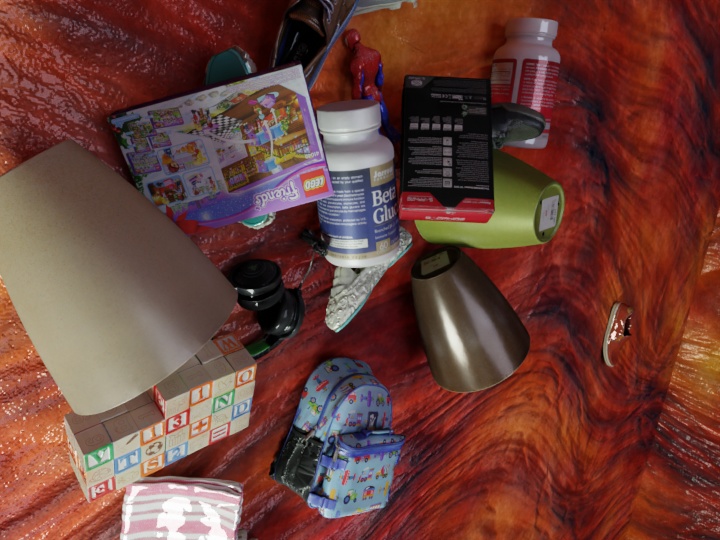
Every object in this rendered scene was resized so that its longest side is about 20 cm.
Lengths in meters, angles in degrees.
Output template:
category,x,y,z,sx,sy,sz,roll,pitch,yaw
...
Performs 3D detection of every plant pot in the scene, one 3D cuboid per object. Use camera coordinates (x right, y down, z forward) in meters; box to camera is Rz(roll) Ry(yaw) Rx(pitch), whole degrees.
category,x,y,z,sx,sy,sz,roll,pitch,yaw
plant pot,0.218,-0.113,0.917,0.185,0.198,0.190,-17,116,-40
plant pot,0.166,0.067,0.966,0.187,0.186,0.202,-42,116,-26
plant pot,-0.244,-0.008,0.523,0.187,0.186,0.202,-41,115,-27

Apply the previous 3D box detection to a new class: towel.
category,x,y,z,sx,sy,sz,roll,pitch,yaw
towel,-0.228,0.354,0.708,0.144,0.030,0.204,7,101,-13

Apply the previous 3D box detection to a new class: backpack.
category,x,y,z,sx,sy,sz,roll,pitch,yaw
backpack,-0.018,0.242,0.856,0.181,0.133,0.203,20,87,-47

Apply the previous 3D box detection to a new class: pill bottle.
category,x,y,z,sx,sy,sz,roll,pitch,yaw
pill bottle,0.277,-0.315,0.968,0.111,0.111,0.204,-10,111,-42
pill bottle,-0.007,-0.116,0.754,0.110,0.110,0.203,-26,121,-36

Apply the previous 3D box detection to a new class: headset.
category,x,y,z,sx,sy,sz,roll,pitch,yaw
headset,-0.122,0.028,0.736,0.200,0.094,0.124,-41,135,-7

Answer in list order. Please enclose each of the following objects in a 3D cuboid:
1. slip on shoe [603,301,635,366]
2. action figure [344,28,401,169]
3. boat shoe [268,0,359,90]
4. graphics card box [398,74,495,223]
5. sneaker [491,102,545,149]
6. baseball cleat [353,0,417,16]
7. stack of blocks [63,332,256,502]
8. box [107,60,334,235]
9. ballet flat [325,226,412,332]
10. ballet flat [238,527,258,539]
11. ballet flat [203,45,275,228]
category,x,y,z,sx,sy,sz,roll,pitch,yaw
slip on shoe,0.765,0.194,1.679,0.073,0.061,0.203,-12,113,-44
action figure,0.016,-0.228,0.784,0.065,0.051,0.203,-38,123,-36
boat shoe,-0.049,-0.283,0.633,0.071,0.073,0.202,22,110,-5
graphics card box,0.115,-0.166,0.773,0.051,0.123,0.204,92,0,-74
sneaker,0.177,-0.191,0.849,0.076,0.196,0.116,91,2,-71
baseball cleat,0.006,-0.371,0.707,0.199,0.069,0.108,-34,126,-33
stack of blocks,-0.222,0.162,0.646,0.198,0.058,0.116,-19,137,-38
box,-0.138,-0.122,0.592,0.197,0.039,0.139,-15,116,-1
ballet flat,0.000,0.000,0.848,0.200,0.071,0.072,-49,133,-24
ballet flat,-0.176,0.410,0.813,0.074,0.074,0.201,-46,131,-23
ballet flat,-0.132,-0.150,0.650,0.071,0.071,0.203,-24,122,-37
